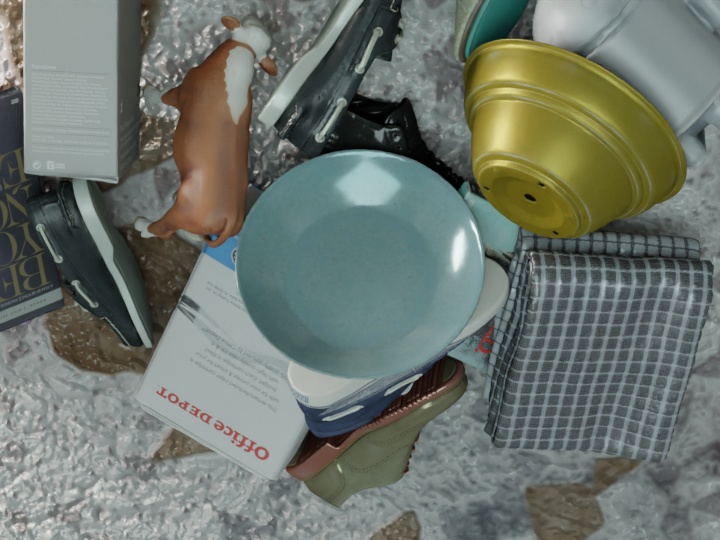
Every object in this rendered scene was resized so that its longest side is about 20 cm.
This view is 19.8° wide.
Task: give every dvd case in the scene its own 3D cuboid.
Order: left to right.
[{"bbox_3d":[-0.325,-0.034,1.681,0.148,0.016,0.202,-23,121,-28],"label":"dvd case"},{"bbox_3d":[0.129,0.022,1.730,0.199,0.022,0.146,25,115,-27],"label":"dvd case"}]

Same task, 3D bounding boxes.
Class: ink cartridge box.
[{"bbox_3d":[-0.083,0.053,1.758,0.146,0.086,0.201,29,114,4],"label":"ink cartridge box"}]

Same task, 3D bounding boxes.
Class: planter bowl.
[{"bbox_3d":[0.150,-0.085,1.623,0.200,0.200,0.084,37,67,-9],"label":"planter bowl"}]

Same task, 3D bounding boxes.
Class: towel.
[{"bbox_3d":[0.194,0.066,1.707,0.164,0.086,0.202,1,121,-13],"label":"towel"}]

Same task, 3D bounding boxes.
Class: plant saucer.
[{"bbox_3d":[0.000,0.000,1.645,0.199,0.203,0.039,7,156,3],"label":"plant saucer"}]

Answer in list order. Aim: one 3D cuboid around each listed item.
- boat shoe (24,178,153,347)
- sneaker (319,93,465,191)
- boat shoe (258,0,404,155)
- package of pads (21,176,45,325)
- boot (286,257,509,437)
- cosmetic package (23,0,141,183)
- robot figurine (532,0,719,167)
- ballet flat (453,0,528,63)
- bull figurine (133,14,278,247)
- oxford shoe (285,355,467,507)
[{"bbox_3d":[-0.226,-0.003,1.741,0.060,0.076,0.201,-16,133,3],"label":"boat shoe"},{"bbox_3d":[0.034,-0.093,1.709,0.198,0.060,0.105,13,118,4],"label":"sneaker"},{"bbox_3d":[-0.001,-0.184,1.642,0.060,0.076,0.201,37,93,-9],"label":"boat shoe"},{"bbox_3d":[-0.331,-0.058,1.756,0.119,0.076,0.202,6,113,7],"label":"package of pads"},{"bbox_3d":[0.033,0.062,1.689,0.199,0.073,0.091,-26,151,-7],"label":"boot"},{"bbox_3d":[-0.224,-0.182,1.666,0.089,0.107,0.202,6,107,3],"label":"cosmetic package"},{"bbox_3d":[0.215,-0.173,1.626,0.200,0.113,0.169,43,108,-12],"label":"robot figurine"},{"bbox_3d":[0.120,-0.261,1.638,0.062,0.067,0.201,43,113,30],"label":"ballet flat"},{"bbox_3d":[-0.126,-0.114,1.684,0.065,0.202,0.121,19,159,-36],"label":"bull figurine"},{"bbox_3d":[0.027,0.141,1.801,0.199,0.071,0.074,-33,112,32],"label":"oxford shoe"}]
